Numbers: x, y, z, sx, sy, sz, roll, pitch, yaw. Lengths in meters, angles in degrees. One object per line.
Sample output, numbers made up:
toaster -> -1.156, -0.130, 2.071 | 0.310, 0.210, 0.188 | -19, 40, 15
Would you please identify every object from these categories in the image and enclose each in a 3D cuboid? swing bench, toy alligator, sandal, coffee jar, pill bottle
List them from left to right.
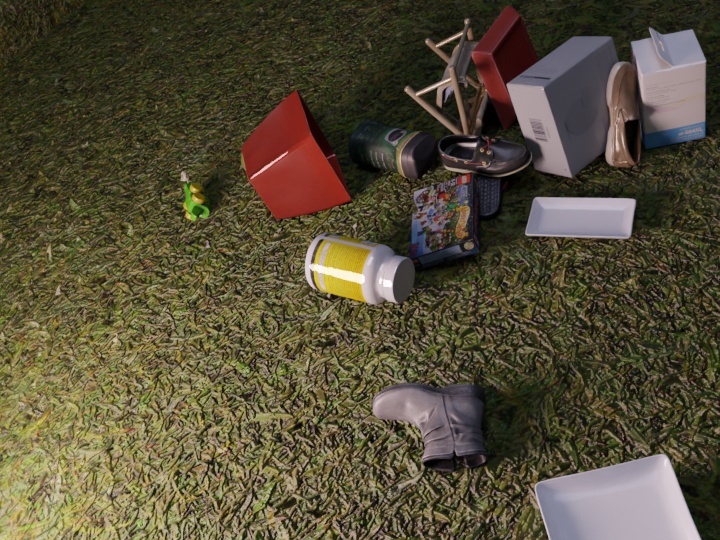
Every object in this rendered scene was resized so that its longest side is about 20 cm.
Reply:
toy alligator -> -0.386, -0.174, 1.983 | 0.053, 0.060, 0.201 | 13, 31, -28
pill bottle -> 0.000, 0.000, 1.602 | 0.196, 0.114, 0.113 | 13, 51, 32
coffee jar -> 0.074, -0.270, 1.872 | 0.197, 0.087, 0.104 | 21, 52, 38
swing bench -> 0.219, -0.402, 1.856 | 0.128, 0.201, 0.201 | -16, 38, 36
sandal -> 0.274, -0.185, 1.746 | 0.073, 0.045, 0.204 | -1, 60, 28

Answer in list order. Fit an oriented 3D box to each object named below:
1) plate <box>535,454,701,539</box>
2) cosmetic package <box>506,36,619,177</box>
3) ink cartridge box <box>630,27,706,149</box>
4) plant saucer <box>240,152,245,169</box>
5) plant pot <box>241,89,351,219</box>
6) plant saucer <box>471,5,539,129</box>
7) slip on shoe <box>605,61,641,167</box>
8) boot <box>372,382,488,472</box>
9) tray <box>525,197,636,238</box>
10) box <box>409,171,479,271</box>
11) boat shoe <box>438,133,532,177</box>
plate -> 0.355, 0.362, 1.147 | 0.195, 0.033, 0.202 | -14, 42, 6
cosmetic package -> 0.428, -0.333, 1.698 | 0.198, 0.202, 0.122 | -35, 28, -17
ink cartridge box -> 0.615, -0.373, 1.679 | 0.122, 0.202, 0.130 | -9, 43, 12
plant saucer -> -0.208, -0.311, 2.068 | 0.195, 0.031, 0.203 | -11, 44, 10
plant pot -> -0.154, -0.236, 1.858 | 0.174, 0.201, 0.202 | -28, 41, 7
plant saucer -> 0.340, -0.455, 1.872 | 0.036, 0.201, 0.201 | 1, 43, 44
slip on shoe -> 0.525, -0.306, 1.654 | 0.074, 0.205, 0.060 | -4, 12, -30
boot -> 0.105, 0.251, 1.338 | 0.195, 0.070, 0.134 | -8, 48, 20
tray -> 0.420, -0.096, 1.603 | 0.195, 0.022, 0.109 | 3, 46, 24
box -> 0.168, -0.100, 1.673 | 0.134, 0.038, 0.203 | -18, 41, 23
boat shoe -> 0.252, -0.240, 1.725 | 0.197, 0.063, 0.075 | 7, 62, 31
